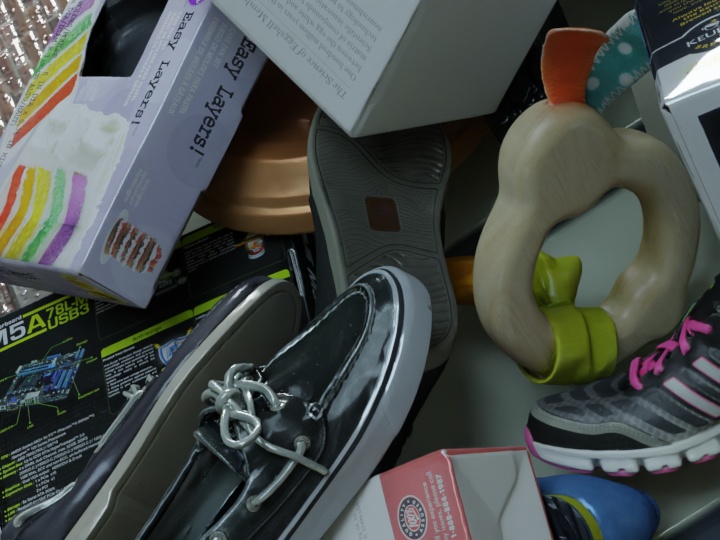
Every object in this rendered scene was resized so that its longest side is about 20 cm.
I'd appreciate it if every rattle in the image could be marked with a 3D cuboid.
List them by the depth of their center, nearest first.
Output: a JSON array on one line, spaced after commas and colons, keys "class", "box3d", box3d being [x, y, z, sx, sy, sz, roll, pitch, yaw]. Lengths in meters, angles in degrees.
[{"class": "rattle", "box3d": [0.087, -0.055, 1.154, 0.130, 0.200, 0.143, -20, 33, -5]}]

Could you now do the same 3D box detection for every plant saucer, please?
[{"class": "plant saucer", "box3d": [-0.019, -0.101, 1.319, 0.200, 0.037, 0.200, -12, 42, 11]}]

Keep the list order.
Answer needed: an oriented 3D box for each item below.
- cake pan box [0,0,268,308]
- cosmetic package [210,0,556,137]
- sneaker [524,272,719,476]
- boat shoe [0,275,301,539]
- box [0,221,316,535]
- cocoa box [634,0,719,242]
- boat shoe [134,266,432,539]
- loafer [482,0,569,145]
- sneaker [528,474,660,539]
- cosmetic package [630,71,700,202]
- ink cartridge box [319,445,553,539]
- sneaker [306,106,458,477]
[{"class": "cake pan box", "box3d": [-0.133, -0.081, 1.309, 0.184, 0.052, 0.200, 12, 73, 56]}, {"class": "cosmetic package", "box3d": [0.010, -0.207, 1.170, 0.199, 0.123, 0.200, 46, 124, 25]}, {"class": "sneaker", "box3d": [0.168, 0.036, 1.109, 0.200, 0.088, 0.074, -15, 11, 14]}, {"class": "boat shoe", "box3d": [-0.108, 0.077, 1.195, 0.063, 0.073, 0.200, 32, 83, 34]}, {"class": "box", "box3d": [-0.105, 0.076, 1.271, 0.200, 0.048, 0.193, -24, 48, 11]}, {"class": "cocoa box", "box3d": [0.234, -0.078, 1.007, 0.200, 0.133, 0.131, -23, 23, 10]}, {"class": "boat shoe", "box3d": [-0.044, 0.077, 1.057, 0.199, 0.068, 0.074, -55, 34, 2]}, {"class": "loafer", "box3d": [0.068, -0.141, 1.269, 0.068, 0.070, 0.201, -29, 74, 15]}, {"class": "sneaker", "box3d": [0.053, 0.138, 1.143, 0.200, 0.078, 0.066, -16, 89, 37]}, {"class": "cosmetic package", "box3d": [0.241, -0.104, 1.158, 0.200, 0.087, 0.103, -8, 31, 24]}, {"class": "ink cartridge box", "box3d": [-0.002, 0.165, 1.093, 0.200, 0.067, 0.117, -25, 73, 36]}, {"class": "sneaker", "box3d": [0.000, 0.000, 1.197, 0.075, 0.106, 0.200, 8, 46, -10]}]
